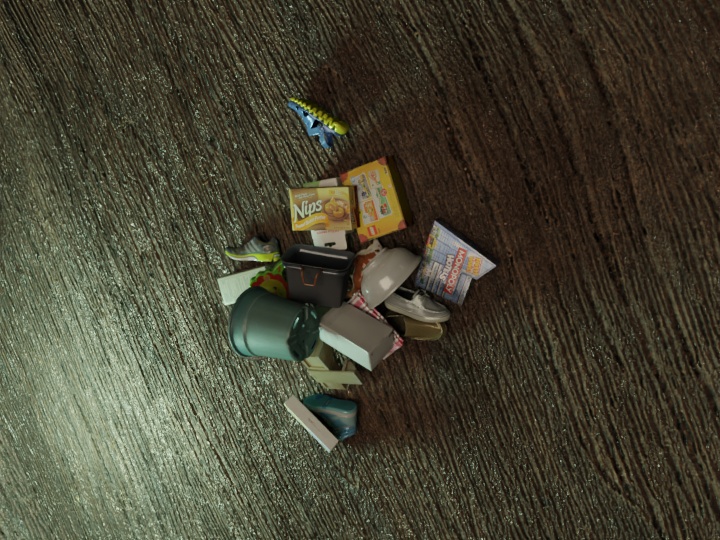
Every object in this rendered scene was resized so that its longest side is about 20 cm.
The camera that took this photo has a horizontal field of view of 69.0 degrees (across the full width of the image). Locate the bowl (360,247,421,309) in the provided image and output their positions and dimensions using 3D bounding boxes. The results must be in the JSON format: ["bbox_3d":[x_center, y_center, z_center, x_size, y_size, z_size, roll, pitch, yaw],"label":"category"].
[{"bbox_3d":[0.065,0.003,1.421,0.091,0.201,0.201,46,115,-3],"label":"bowl"}]

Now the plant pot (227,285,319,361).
[{"bbox_3d":[-0.229,0.159,1.454,0.192,0.199,0.205,9,106,30],"label":"plant pot"}]

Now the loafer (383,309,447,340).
[{"bbox_3d":[0.149,0.162,1.499,0.196,0.067,0.078,7,107,24],"label":"loafer"}]

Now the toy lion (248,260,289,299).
[{"bbox_3d":[-0.239,0.050,1.590,0.188,0.069,0.203,21,105,-17],"label":"toy lion"}]

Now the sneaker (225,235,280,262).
[{"bbox_3d":[-0.340,-0.072,1.669,0.195,0.074,0.083,3,94,17],"label":"sneaker"}]

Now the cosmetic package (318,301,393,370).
[{"bbox_3d":[-0.014,0.179,1.474,0.198,0.112,0.082,29,142,32],"label":"cosmetic package"}]

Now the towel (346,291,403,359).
[{"bbox_3d":[0.031,0.162,1.527,0.200,0.030,0.147,47,149,5],"label":"towel"}]

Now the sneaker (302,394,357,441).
[{"bbox_3d":[-0.096,0.476,1.675,0.196,0.079,0.134,6,112,32],"label":"sneaker"}]

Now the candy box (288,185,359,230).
[{"bbox_3d":[-0.102,-0.174,1.462,0.196,0.055,0.118,3,103,28],"label":"candy box"}]

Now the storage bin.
[{"bbox_3d":[-0.120,0.025,1.479,0.195,0.146,0.137,7,118,12],"label":"storage bin"}]

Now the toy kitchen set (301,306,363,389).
[{"bbox_3d":[-0.059,0.243,1.608,0.160,0.183,0.201,-2,141,27],"label":"toy kitchen set"}]

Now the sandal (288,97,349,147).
[{"bbox_3d":[-0.130,-0.420,1.489,0.199,0.079,0.088,38,117,13],"label":"sandal"}]

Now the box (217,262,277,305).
[{"bbox_3d":[-0.353,0.042,1.687,0.196,0.078,0.097,-11,98,25],"label":"box"}]

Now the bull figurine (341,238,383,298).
[{"bbox_3d":[0.000,0.000,1.531,0.119,0.065,0.204,19,107,21],"label":"bull figurine"}]

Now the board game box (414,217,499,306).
[{"bbox_3d":[0.262,-0.009,1.415,0.197,0.061,0.204,24,110,18],"label":"board game box"}]

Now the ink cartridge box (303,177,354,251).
[{"bbox_3d":[-0.088,-0.162,1.531,0.115,0.067,0.205,-5,99,26],"label":"ink cartridge box"}]

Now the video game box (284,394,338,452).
[{"bbox_3d":[-0.153,0.486,1.653,0.199,0.183,0.047,42,75,11],"label":"video game box"}]

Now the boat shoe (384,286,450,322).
[{"bbox_3d":[0.158,0.088,1.472,0.197,0.070,0.073,14,122,24],"label":"boat shoe"}]

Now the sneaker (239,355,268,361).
[{"bbox_3d":[-0.290,0.218,1.652,0.197,0.146,0.079,-3,106,-3],"label":"sneaker"}]

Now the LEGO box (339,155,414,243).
[{"bbox_3d":[0.046,-0.197,1.458,0.146,0.077,0.204,-15,95,26],"label":"LEGO box"}]
